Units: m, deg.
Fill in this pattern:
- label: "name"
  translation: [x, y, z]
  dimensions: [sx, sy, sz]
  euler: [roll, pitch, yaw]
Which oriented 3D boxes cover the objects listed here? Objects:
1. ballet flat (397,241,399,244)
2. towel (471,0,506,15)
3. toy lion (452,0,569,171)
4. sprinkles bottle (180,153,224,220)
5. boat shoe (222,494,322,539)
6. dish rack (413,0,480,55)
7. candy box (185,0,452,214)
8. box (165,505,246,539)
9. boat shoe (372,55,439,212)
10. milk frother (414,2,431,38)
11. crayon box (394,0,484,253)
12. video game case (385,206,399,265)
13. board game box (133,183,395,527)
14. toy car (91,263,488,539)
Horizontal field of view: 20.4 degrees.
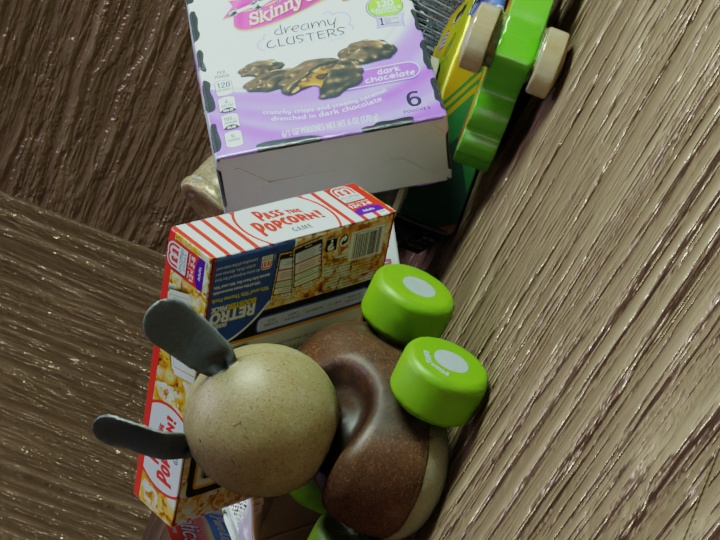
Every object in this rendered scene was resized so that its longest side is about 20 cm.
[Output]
- label: "ballet flat"
  translation: [0.000, 0.000, 1.526]
  dimensions: [0.200, 0.067, 0.068]
  euler: [-107, 30, -43]
- label: "towel"
  translation: [0.097, -0.203, 1.768]
  dimensions: [0.145, 0.024, 0.200]
  euler: [120, 170, -47]
- label: "toy lion"
  translation: [0.114, -0.174, 1.405]
  dimensions: [0.192, 0.069, 0.200]
  euler: [105, -175, -77]
- label: "sprinkles bottle"
  translation: [-0.054, -0.114, 1.596]
  dimensions: [0.200, 0.068, 0.068]
  euler: [-47, 0, -17]
- label: "boat shoe"
  translation: [-0.057, 0.179, 1.389]
  dimensions: [0.200, 0.071, 0.069]
  euler: [-112, 31, -41]
- label: "dish rack"
  translation: [0.071, -0.247, 1.824]
  dimensions: [0.153, 0.055, 0.200]
  euler: [-76, 13, -62]
- label: "candy box"
  translation: [-0.035, -0.145, 1.479]
  dimensions: [0.072, 0.168, 0.200]
  euler: [83, 175, -50]
- label: "box"
  translation: [-0.097, 0.160, 1.567]
  dimensions: [0.200, 0.095, 0.103]
  euler: [81, -159, -52]
- label: "boat shoe"
  translation: [0.011, -0.098, 1.525]
  dimensions: [0.067, 0.057, 0.200]
  euler: [122, 168, -49]
- label: "milk frother"
  translation: [-0.045, -0.195, 2.144]
  dimensions: [0.188, 0.200, 0.181]
  euler: [121, 165, -58]
- label: "crayon box"
  translation: [0.071, -0.119, 1.577]
  dimensions: [0.127, 0.051, 0.200]
  euler: [149, 141, -79]
- label: "video game case"
  translation: [-0.005, 0.080, 1.390]
  dimensions: [0.200, 0.023, 0.182]
  euler: [122, 145, -57]
- label: "board game box"
  translation: [-0.062, 0.054, 1.284]
  dimensions: [0.151, 0.046, 0.200]
  euler: [-15, -53, -40]
- label: "toy car"
  translation: [-0.053, 0.081, 1.197]
  dimensions: [0.164, 0.200, 0.158]
  euler: [-64, 25, 25]
